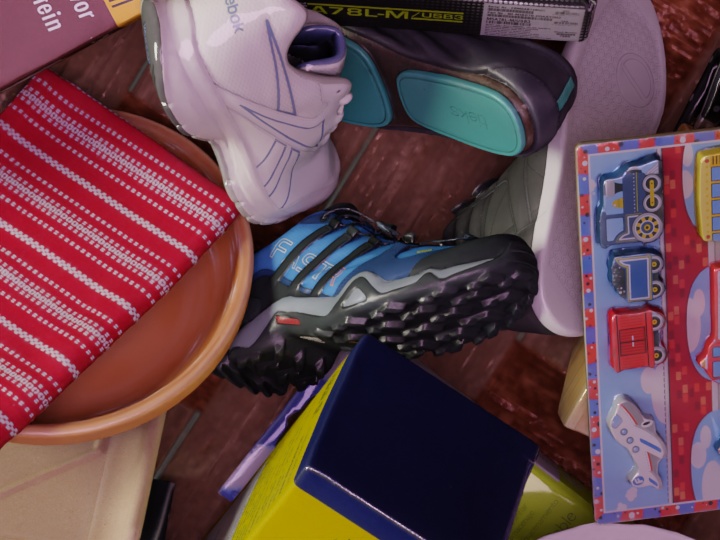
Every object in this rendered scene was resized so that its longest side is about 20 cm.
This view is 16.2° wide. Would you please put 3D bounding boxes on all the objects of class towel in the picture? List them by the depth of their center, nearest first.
[{"bbox_3d":[-0.175,-0.006,1.272,0.144,0.023,0.200,35,64,21],"label":"towel"}]

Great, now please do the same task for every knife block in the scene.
[{"bbox_3d":[0.180,-0.021,1.258,0.064,0.176,0.201,24,61,-13],"label":"knife block"}]

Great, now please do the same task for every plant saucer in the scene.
[{"bbox_3d":[-0.153,0.006,1.298,0.199,0.038,0.201,-1,57,2],"label":"plant saucer"}]

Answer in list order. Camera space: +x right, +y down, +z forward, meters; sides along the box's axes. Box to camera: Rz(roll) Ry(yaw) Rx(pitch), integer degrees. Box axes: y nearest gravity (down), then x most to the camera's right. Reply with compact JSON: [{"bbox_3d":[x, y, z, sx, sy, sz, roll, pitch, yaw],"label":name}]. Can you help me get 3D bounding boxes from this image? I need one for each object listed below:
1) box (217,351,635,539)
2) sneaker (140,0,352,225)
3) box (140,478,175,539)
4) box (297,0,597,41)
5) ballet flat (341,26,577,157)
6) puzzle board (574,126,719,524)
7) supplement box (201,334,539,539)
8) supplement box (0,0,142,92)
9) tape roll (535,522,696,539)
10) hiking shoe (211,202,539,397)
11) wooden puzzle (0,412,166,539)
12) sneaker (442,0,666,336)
[{"bbox_3d":[0.037,0.130,1.360,0.200,0.048,0.122,37,97,-5],"label":"box"},{"bbox_3d":[-0.039,-0.082,1.248,0.087,0.200,0.075,-18,68,10],"label":"sneaker"},{"bbox_3d":[-0.210,0.179,1.338,0.198,0.107,0.150,10,104,-1],"label":"box"},{"bbox_3d":[0.022,-0.214,1.261,0.198,0.048,0.195,5,71,1],"label":"box"},{"bbox_3d":[0.028,-0.106,1.293,0.199,0.073,0.074,18,102,38],"label":"ballet flat"},{"bbox_3d":[0.184,0.026,1.243,0.150,0.017,0.201,-6,111,-4],"label":"puzzle board"},{"bbox_3d":[-0.014,0.150,1.263,0.109,0.109,0.200,33,128,-6],"label":"supplement box"},{"bbox_3d":[-0.227,-0.177,1.268,0.199,0.133,0.198,-27,98,5],"label":"supplement box"},{"bbox_3d":[0.130,0.233,1.274,0.201,0.071,0.204,-3,70,8],"label":"tape roll"},{"bbox_3d":[0.000,0.000,1.280,0.199,0.074,0.087,-15,63,33],"label":"hiking shoe"},{"bbox_3d":[-0.199,0.078,1.299,0.198,0.186,0.037,6,130,1],"label":"wooden puzzle"},{"bbox_3d":[0.095,-0.057,1.318,0.070,0.099,0.201,27,67,-32],"label":"sneaker"}]
